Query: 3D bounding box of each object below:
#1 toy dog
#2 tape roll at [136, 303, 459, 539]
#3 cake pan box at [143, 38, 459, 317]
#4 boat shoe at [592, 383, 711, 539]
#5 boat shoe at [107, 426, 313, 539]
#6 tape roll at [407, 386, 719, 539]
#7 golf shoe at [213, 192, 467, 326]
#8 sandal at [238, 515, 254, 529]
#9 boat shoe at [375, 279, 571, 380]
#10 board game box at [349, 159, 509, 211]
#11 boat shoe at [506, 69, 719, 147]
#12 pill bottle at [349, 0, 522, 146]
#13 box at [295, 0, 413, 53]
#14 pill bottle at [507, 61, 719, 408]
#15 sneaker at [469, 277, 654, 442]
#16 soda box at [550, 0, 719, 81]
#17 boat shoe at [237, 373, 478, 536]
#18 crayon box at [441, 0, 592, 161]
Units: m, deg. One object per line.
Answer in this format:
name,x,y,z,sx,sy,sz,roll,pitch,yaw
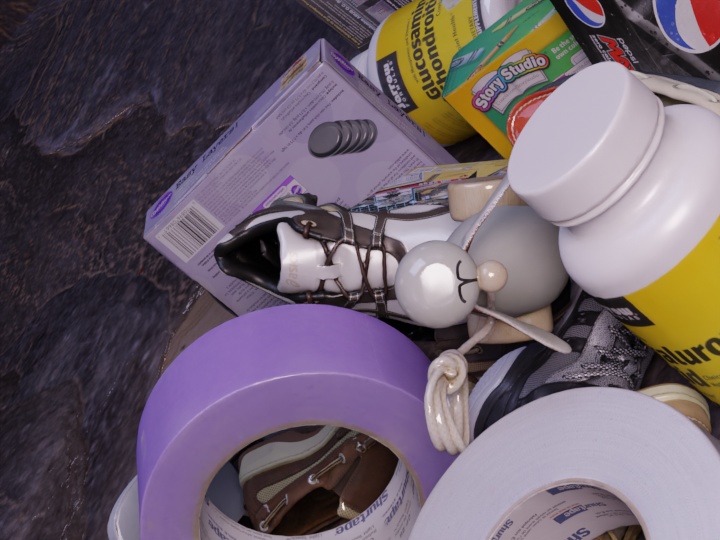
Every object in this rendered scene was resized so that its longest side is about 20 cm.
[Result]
toy dog,0.085,0.000,1.058,0.095,0.133,0.200,-10,24,16
tape roll,-0.034,0.127,1.186,0.200,0.200,0.085,-45,23,15
cake pan box,-0.030,-0.036,1.435,0.200,0.184,0.052,-44,20,19
boat shoe,0.115,0.143,1.068,0.200,0.074,0.067,-45,37,20
boat shoe,-0.112,0.145,1.414,0.199,0.074,0.068,-44,9,-39
tape roll,0.112,0.161,0.960,0.199,0.066,0.202,-22,54,32
golf shoe,0.000,0.000,1.200,0.199,0.079,0.094,4,13,37
sandal,-0.100,0.233,1.351,0.075,0.045,0.201,-39,26,27
boat shoe,0.078,0.032,1.276,0.199,0.073,0.075,-29,32,42
board game box,0.079,-0.035,1.276,0.199,0.035,0.135,-3,20,41
boat shoe,0.153,-0.081,1.146,0.199,0.062,0.072,10,95,48
pill bottle,0.075,-0.159,1.505,0.199,0.112,0.113,-23,36,49
box,0.037,-0.233,1.572,0.157,0.199,0.050,-28,37,44
pill bottle,0.171,-0.013,1.011,0.111,0.200,0.112,-40,25,23
sneaker,0.147,0.052,1.130,0.200,0.075,0.114,-50,28,9
soda box,0.172,-0.150,1.196,0.063,0.201,0.071,-44,20,-19
boat shoe,0.004,0.130,1.299,0.202,0.074,0.076,-30,55,38
crayon box,0.164,-0.141,1.302,0.199,0.119,0.058,-35,23,33
